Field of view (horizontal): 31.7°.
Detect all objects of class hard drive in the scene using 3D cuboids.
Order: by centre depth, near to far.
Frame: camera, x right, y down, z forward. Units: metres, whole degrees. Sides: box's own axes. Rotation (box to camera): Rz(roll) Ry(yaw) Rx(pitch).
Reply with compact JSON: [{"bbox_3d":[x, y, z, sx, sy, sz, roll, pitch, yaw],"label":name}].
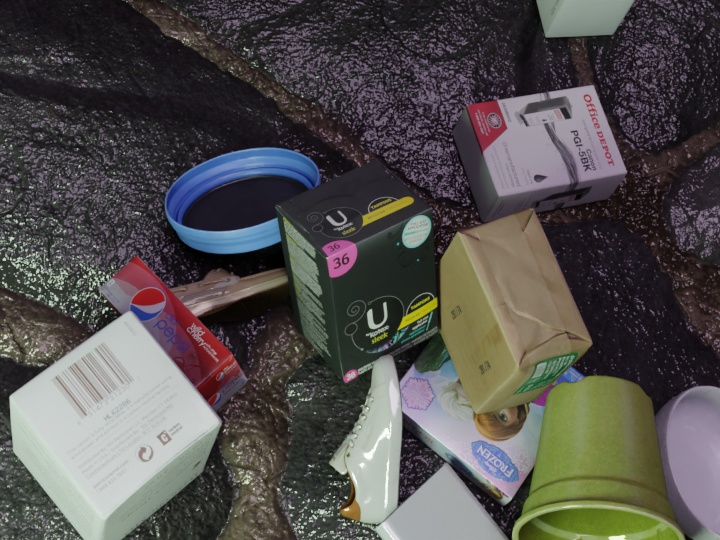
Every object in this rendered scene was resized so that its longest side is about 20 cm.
[{"bbox_3d":[0.123,0.343,1.492,0.132,0.027,0.201,-35,83,-40],"label":"hard drive"}]

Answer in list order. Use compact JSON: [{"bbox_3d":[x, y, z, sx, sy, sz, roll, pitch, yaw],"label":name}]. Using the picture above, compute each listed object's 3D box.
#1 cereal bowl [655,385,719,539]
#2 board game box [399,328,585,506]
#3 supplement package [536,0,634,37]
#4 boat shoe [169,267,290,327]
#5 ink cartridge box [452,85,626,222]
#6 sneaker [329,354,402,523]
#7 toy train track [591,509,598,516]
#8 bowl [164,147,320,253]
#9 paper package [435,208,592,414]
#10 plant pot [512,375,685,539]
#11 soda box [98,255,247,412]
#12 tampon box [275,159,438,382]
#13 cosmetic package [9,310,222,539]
[{"bbox_3d":[0.431,0.252,1.594,0.198,0.083,0.202,16,59,-28],"label":"cereal bowl"},{"bbox_3d":[0.160,0.157,1.610,0.199,0.041,0.200,37,65,5],"label":"board game box"},{"bbox_3d":[0.321,-0.462,1.872,0.116,0.117,0.202,-4,67,-15],"label":"supplement package"},{"bbox_3d":[-0.175,0.028,1.576,0.198,0.072,0.066,-19,68,-12],"label":"boat shoe"},{"bbox_3d":[0.246,-0.163,1.744,0.197,0.083,0.148,-11,69,-16],"label":"ink cartridge box"},{"bbox_3d":[0.006,0.201,1.518,0.083,0.073,0.203,3,86,-4],"label":"sneaker"},{"bbox_3d":[0.264,0.313,1.572,0.114,0.033,0.201,32,65,2],"label":"toy train track"},{"bbox_3d":[-0.146,-0.088,1.591,0.198,0.040,0.202,-7,34,5],"label":"bowl"},{"bbox_3d":[0.171,0.054,1.525,0.102,0.200,0.192,-17,71,-18],"label":"paper package"},{"bbox_3d":[0.281,0.235,1.502,0.198,0.201,0.186,12,57,-7],"label":"plant pot"},{"bbox_3d":[-0.218,0.074,1.471,0.063,0.070,0.200,-41,58,-12],"label":"soda box"},{"bbox_3d":[0.000,0.000,1.536,0.149,0.202,0.126,-26,45,-21],"label":"tampon box"},{"bbox_3d":[-0.275,0.184,1.412,0.167,0.200,0.167,-38,80,-25],"label":"cosmetic package"}]
